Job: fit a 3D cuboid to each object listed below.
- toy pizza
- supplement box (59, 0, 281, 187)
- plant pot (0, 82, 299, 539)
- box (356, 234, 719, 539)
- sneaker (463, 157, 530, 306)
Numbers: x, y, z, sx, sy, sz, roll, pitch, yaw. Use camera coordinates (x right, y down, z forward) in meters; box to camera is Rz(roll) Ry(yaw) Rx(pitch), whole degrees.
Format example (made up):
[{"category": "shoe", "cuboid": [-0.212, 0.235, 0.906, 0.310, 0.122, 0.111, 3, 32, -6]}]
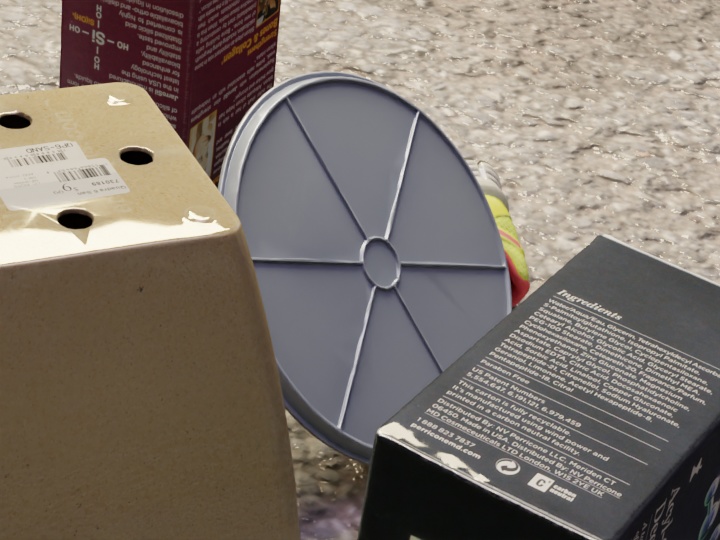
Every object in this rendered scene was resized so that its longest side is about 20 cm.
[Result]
[{"category": "toy pizza", "cuboid": [0.000, 0.000, 1.013, 0.032, 0.201, 0.200, -19, 10, 43]}, {"category": "supplement box", "cuboid": [-0.105, -0.135, 1.151, 0.085, 0.201, 0.110, 20, 34, 19]}, {"category": "plant pot", "cuboid": [-0.144, 0.028, 0.912, 0.199, 0.178, 0.200, -9, 35, -24]}, {"category": "box", "cuboid": [0.090, 0.102, 0.877, 0.107, 0.149, 0.200, 24, 36, 22]}, {"category": "sneaker", "cuboid": [0.012, -0.005, 1.088, 0.199, 0.078, 0.091, -10, 60, -32]}]
